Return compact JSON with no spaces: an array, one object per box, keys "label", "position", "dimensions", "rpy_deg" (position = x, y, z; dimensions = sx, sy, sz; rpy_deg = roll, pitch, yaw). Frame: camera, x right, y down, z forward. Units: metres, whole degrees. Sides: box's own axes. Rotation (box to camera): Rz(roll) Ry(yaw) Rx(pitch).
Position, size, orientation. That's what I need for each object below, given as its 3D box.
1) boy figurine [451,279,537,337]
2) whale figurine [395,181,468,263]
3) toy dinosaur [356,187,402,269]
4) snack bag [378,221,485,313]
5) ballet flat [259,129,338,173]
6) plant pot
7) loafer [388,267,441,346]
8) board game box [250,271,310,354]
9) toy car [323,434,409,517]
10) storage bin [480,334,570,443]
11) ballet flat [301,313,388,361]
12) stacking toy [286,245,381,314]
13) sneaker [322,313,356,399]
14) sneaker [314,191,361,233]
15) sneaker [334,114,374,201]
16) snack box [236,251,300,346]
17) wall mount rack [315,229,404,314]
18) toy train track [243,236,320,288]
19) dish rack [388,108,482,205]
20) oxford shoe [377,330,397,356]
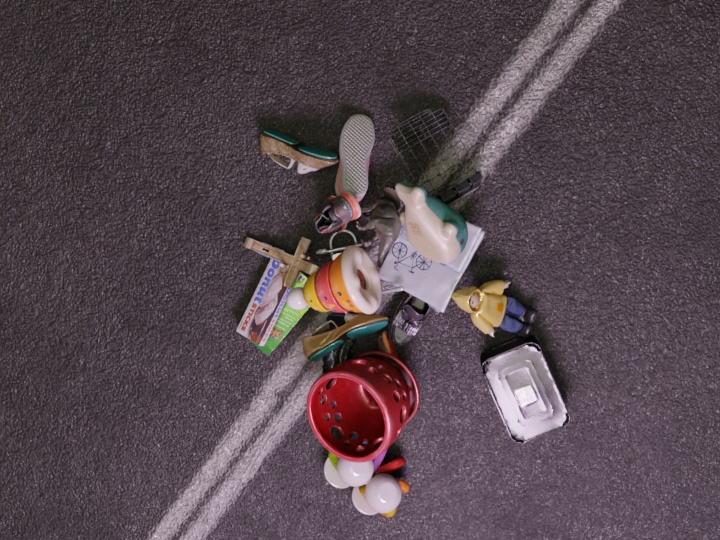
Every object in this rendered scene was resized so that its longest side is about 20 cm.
[{"label":"boy figurine","position":[0.282,0.074,1.698],"dimensions":[0.200,0.064,0.125],"rpy_deg":[25,87,-29]},{"label":"whale figurine","position":[0.146,-0.109,1.620],"dimensions":[0.104,0.159,0.200],"rpy_deg":[-46,125,-21]},{"label":"toy dinosaur","position":[0.046,-0.103,1.686],"dimensions":[0.102,0.077,0.201],"rpy_deg":[-13,53,17]},{"label":"snack bag","position":[0.142,-0.036,1.718],"dimensions":[0.188,0.021,0.201],"rpy_deg":[29,94,26]},{"label":"ballet flat","position":[-0.135,-0.247,1.732],"dimensions":[0.200,0.070,0.066],"rpy_deg":[25,115,27]},{"label":"plant pot","position":[0.013,0.272,1.684],"dimensions":[0.200,0.182,0.201],"rpy_deg":[10,112,26]},{"label":"loafer","position":[0.121,0.074,1.745],"dimensions":[0.072,0.063,0.201],"rpy_deg":[29,90,-4]},{"label":"board game box","position":[-0.181,0.089,1.817],"dimensions":[0.095,0.030,0.200],"rpy_deg":[41,98,2]},{"label":"toy car","position":[0.024,0.446,1.793],"dimensions":[0.200,0.175,0.150],"rpy_deg":[43,66,0]},{"label":"storage bin","position":[0.355,0.255,1.744],"dimensions":[0.135,0.094,0.201],"rpy_deg":[-24,94,9]},{"label":"ballet flat","position":[-0.039,0.127,1.734],"dimensions":[0.199,0.069,0.063],"rpy_deg":[-26,68,3]},{"label":"stacking toy","position":[-0.068,0.043,1.679],"dimensions":[0.199,0.146,0.147],"rpy_deg":[-19,96,26]},{"label":"sneaker","position":[-0.060,0.193,1.801],"dimensions":[0.082,0.073,0.201],"rpy_deg":[16,89,8]},{"label":"sneaker","position":[-0.070,-0.113,1.691],"dimensions":[0.082,0.200,0.077],"rpy_deg":[-30,89,-22]},{"label":"sneaker","position":[-0.017,-0.231,1.732],"dimensions":[0.075,0.105,0.201],"rpy_deg":[7,69,-9]},{"label":"snack box","position":[-0.204,0.064,1.788],"dimensions":[0.072,0.024,0.201],"rpy_deg":[28,94,25]},{"label":"wall mount rack","position":[0.000,0.000,1.748],"dimensions":[0.173,0.075,0.201],"rpy_deg":[-12,88,4]},{"label":"toy train track","position":[-0.179,-0.033,1.759],"dimensions":[0.199,0.033,0.115],"rpy_deg":[22,91,27]},{"label":"dish rack","position":[0.156,-0.236,1.698],"dimensions":[0.153,0.055,0.200],"rpy_deg":[-29,88,-11]},{"label":"oxford shoe","position":[0.050,0.235,1.790],"dimensions":[0.073,0.071,0.201],"rpy_deg":[-5,98,13]}]
